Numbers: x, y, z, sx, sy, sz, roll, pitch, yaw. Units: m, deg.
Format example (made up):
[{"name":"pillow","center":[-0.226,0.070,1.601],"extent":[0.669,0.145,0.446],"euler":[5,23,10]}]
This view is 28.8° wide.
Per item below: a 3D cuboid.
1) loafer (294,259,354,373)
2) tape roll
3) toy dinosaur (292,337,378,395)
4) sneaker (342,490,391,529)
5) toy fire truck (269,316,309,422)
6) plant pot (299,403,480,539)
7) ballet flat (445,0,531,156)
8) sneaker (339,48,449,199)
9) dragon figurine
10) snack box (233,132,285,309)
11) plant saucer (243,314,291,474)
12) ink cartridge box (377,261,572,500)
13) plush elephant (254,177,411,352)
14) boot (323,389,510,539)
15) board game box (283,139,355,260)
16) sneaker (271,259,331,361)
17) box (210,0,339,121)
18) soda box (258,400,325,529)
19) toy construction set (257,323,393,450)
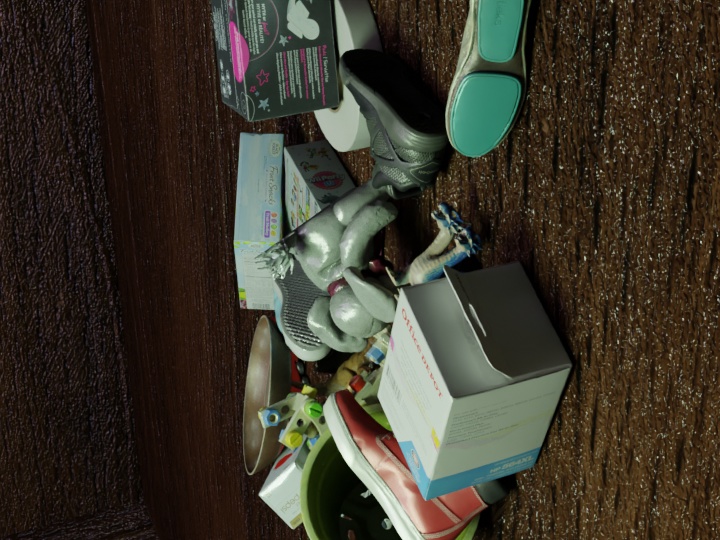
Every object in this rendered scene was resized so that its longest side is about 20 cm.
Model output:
[{"name":"loafer","center":[-0.059,0.056,1.874],"extent":[0.073,0.071,0.201],"euler":[97,154,-46]},{"name":"tape roll","center":[-0.022,-0.239,1.623],"extent":[0.203,0.037,0.205],"euler":[168,90,-73]},{"name":"toy dinosaur","center":[-0.015,0.140,1.789],"extent":[0.200,0.060,0.107],"euler":[-38,67,38]},{"name":"sneaker","center":[-0.005,0.301,1.881],"extent":[0.198,0.079,0.130],"euler":[33,155,38]},{"name":"toy fire truck","center":[-0.118,0.189,2.181],"extent":[0.141,0.048,0.202],"euler":[109,145,-59]},{"name":"plant pot","center":[0.031,0.274,1.596],"extent":[0.190,0.198,0.202],"euler":[94,159,-70]},{"name":"ballet flat","center":[0.117,-0.190,1.216],"extent":[0.063,0.067,0.201],"euler":[-81,1,-46]},{"name":"sneaker","center":[0.027,-0.150,1.466],"extent":[0.200,0.075,0.115],"euler":[53,144,42]},{"name":"dragon figurine","center":[0.086,0.015,1.418],"extent":[0.059,0.099,0.201],"euler":[61,175,38]},{"name":"snack box","center":[-0.134,-0.064,1.915],"extent":[0.201,0.067,0.171],"euler":[91,180,-63]},{"name":"plant saucer","center":[-0.117,0.159,1.777],"extent":[0.200,0.034,0.203],"euler":[-175,90,-78]},{"name":"ink cartridge box","center":[0.105,0.096,1.307],"extent":[0.201,0.124,0.129],"euler":[101,150,-51]},{"name":"plush elephant","center":[0.000,0.000,1.537],"extent":[0.156,0.199,0.164],"euler":[57,150,-4]},{"name":"boot","center":[0.063,0.179,1.463],"extent":[0.201,0.144,0.072],"euler":[51,-164,13]},{"name":"board game box","center":[-0.037,-0.047,1.754],"extent":[0.201,0.064,0.149],"euler":[-122,26,-45]},{"name":"sneaker","center":[-0.065,0.066,1.709],"extent":[0.201,0.073,0.083],"euler":[-107,8,-59]},{"name":"box","center":[-0.101,-0.286,1.591],"extent":[0.132,0.113,0.203],"euler":[-139,42,-64]},{"name":"soda box","center":[-0.063,0.239,1.742],"extent":[0.064,0.068,0.200],"euler":[45,-162,-5]},{"name":"toy construction set","center":[-0.013,0.147,1.655],"extent":[0.131,0.200,0.092],"euler":[47,179,-19]}]
